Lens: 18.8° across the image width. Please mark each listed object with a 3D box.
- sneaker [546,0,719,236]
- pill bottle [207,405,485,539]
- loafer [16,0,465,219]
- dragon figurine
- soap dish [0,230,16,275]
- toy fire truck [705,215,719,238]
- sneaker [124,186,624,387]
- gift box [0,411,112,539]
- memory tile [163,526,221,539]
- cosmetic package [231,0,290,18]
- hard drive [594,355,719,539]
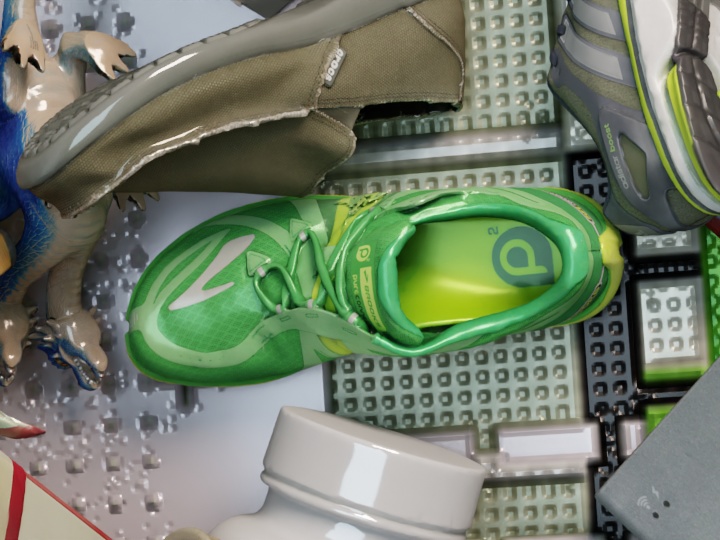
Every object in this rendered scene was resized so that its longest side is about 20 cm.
[{"bbox_3d":[0.100,-0.104,0.826,0.081,0.074,0.201,-32,61,46],"label":"sneaker"},{"bbox_3d":[-0.019,0.158,0.818,0.111,0.111,0.201,16,91,10],"label":"pill bottle"},{"bbox_3d":[-0.034,-0.059,0.816,0.199,0.075,0.070,-25,97,-26],"label":"loafer"},{"bbox_3d":[-0.134,-0.052,0.863,0.099,0.059,0.201,-27,76,48],"label":"dragon figurine"},{"bbox_3d":[-0.222,-0.047,0.849,0.157,0.081,0.201,-31,79,51],"label":"soap dish"},{"bbox_3d":[0.234,-0.063,0.791,0.168,0.112,0.201,37,97,31],"label":"toy fire truck"},{"bbox_3d":[0.000,0.000,0.836,0.199,0.084,0.075,-11,86,10],"label":"sneaker"},{"bbox_3d":[-0.178,0.132,0.714,0.199,0.185,0.188,-9,57,18],"label":"gift box"},{"bbox_3d":[-0.104,0.192,0.810,0.200,0.017,0.154,-30,55,43],"label":"memory tile"},{"bbox_3d":[0.005,-0.195,0.832,0.200,0.108,0.085,-37,82,6],"label":"cosmetic package"},{"bbox_3d":[0.198,0.106,0.787,0.200,0.033,0.140,43,131,9],"label":"hard drive"}]
